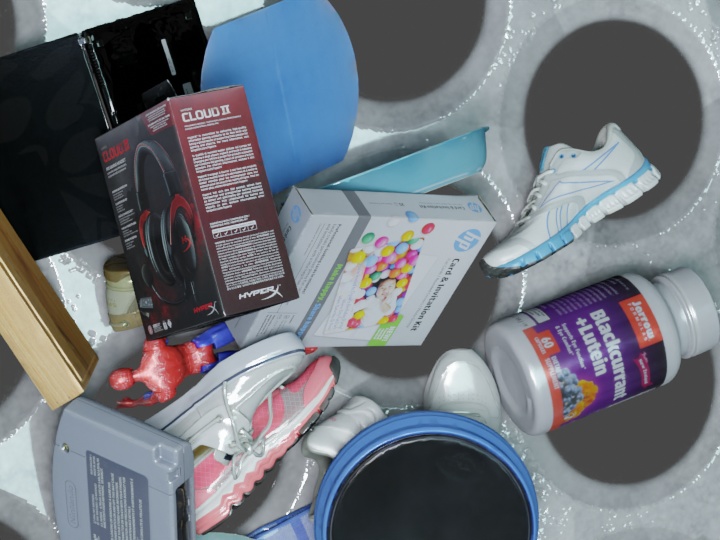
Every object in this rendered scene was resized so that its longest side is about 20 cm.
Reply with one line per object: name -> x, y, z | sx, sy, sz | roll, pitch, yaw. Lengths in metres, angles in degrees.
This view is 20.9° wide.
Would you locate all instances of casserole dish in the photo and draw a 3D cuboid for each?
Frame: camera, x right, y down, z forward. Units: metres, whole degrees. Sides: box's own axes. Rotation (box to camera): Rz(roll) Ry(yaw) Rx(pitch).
casserole dish -> 0.028, -0.078, 1.721 | 0.200, 0.121, 0.039 | -22, 93, -15

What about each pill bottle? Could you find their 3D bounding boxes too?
pill bottle -> 0.225, 0.068, 1.797 | 0.200, 0.111, 0.112 | -21, 99, -15

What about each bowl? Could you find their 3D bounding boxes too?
bowl -> 0.059, 0.223, 1.700 | 0.200, 0.039, 0.201 | -1, 102, -5

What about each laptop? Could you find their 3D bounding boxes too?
laptop -> -0.220, -0.123, 1.702 | 0.200, 0.103, 0.178 | -25, 102, -40

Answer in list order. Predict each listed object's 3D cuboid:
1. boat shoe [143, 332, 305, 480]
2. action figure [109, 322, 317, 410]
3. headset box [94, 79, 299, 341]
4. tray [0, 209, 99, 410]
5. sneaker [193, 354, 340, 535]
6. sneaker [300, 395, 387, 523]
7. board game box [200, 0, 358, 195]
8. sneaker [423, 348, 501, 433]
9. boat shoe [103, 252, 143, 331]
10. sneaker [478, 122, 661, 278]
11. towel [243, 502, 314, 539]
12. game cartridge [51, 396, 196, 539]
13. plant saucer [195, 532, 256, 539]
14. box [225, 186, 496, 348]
boat shoe -> -0.118, 0.138, 1.655 | 0.202, 0.075, 0.086 | -35, 70, 5
action figure -> -0.146, 0.074, 1.714 | 0.200, 0.099, 0.065 | -16, 95, -38
headset box -> -0.139, -0.055, 1.591 | 0.075, 0.149, 0.200 | -14, 88, -33
tray -> -0.292, 0.013, 1.637 | 0.037, 0.099, 0.200 | -30, 102, 7
sneaker -> -0.099, 0.136, 1.722 | 0.087, 0.074, 0.200 | 43, 75, 1
sneaker -> 0.003, 0.220, 1.751 | 0.099, 0.078, 0.200 | -25, 91, -25
board game box -> -0.081, -0.153, 1.709 | 0.200, 0.039, 0.158 | -30, 116, -43
sneaker -> 0.101, 0.172, 1.770 | 0.075, 0.100, 0.201 | -2, 93, -9
boat shoe -> -0.124, 0.011, 1.710 | 0.200, 0.073, 0.063 | -8, 109, -16
sneaker -> 0.179, -0.067, 1.805 | 0.200, 0.075, 0.087 | -35, 95, -20
towel -> -0.042, 0.319, 1.774 | 0.147, 0.024, 0.200 | -25, 100, -15
game cartridge -> -0.199, 0.204, 1.642 | 0.042, 0.133, 0.200 | -35, 138, -43
plant saucer -> -0.131, 0.333, 1.721 | 0.200, 0.039, 0.202 | -1, 97, -7
box -> 0.000, 0.000, 1.686 | 0.200, 0.041, 0.156 | 0, 133, -38
